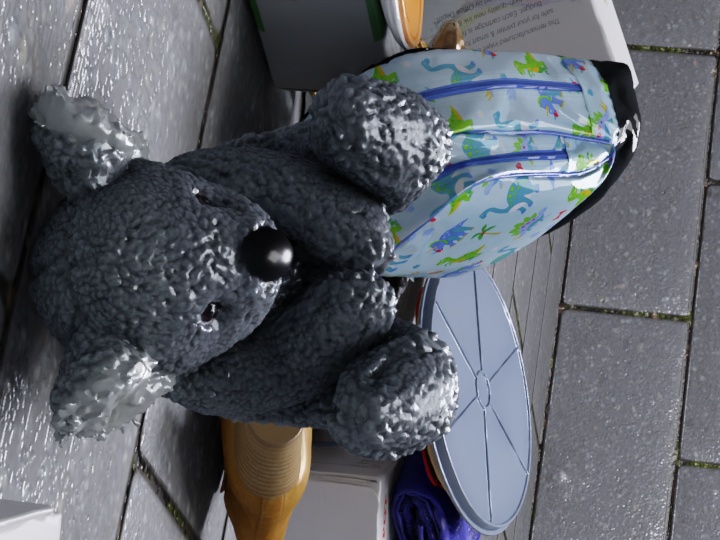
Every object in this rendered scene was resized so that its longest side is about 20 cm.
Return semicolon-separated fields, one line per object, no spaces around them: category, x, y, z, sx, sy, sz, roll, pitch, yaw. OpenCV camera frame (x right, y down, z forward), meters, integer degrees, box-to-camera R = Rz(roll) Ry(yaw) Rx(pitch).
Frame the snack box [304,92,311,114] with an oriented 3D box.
snack box;-0.009;-0.124;1.460;0.116;0.037;0.202;-30;125;-75

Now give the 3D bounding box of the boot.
boot;-0.061;0.061;1.250;0.145;0.070;0.203;105;-13;-55

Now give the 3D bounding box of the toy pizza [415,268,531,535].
toy pizza;0.073;0.086;1.447;0.200;0.031;0.202;-10;90;-67

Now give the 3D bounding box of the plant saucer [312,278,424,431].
plant saucer;0.007;0.031;1.468;0.200;0.050;0.202;19;90;-80

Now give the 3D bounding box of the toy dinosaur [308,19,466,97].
toy dinosaur;0.019;-0.093;1.372;0.060;0.106;0.201;-31;154;-28

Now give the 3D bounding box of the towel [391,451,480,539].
towel;0.064;0.166;1.510;0.200;0.049;0.149;-69;160;-59

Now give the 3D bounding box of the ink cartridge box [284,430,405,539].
ink cartridge box;-0.011;0.194;1.485;0.200;0.083;0.147;-34;128;-77

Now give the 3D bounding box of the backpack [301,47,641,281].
backpack;0.055;-0.067;1.249;0.199;0.163;0.155;18;53;-40

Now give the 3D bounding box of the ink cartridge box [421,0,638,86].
ink cartridge box;0.107;-0.207;1.556;0.145;0.146;0.202;-26;97;-75

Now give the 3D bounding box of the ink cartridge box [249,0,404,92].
ink cartridge box;-0.009;-0.232;1.284;0.146;0.083;0.202;73;25;-62

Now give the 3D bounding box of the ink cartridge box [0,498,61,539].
ink cartridge box;-0.164;0.176;0.660;0.145;0.083;0.202;3;92;-80

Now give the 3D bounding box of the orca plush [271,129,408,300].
orca plush;0.000;0.000;1.321;0.105;0.070;0.202;32;47;-71

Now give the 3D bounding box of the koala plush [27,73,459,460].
koala plush;-0.077;0.003;0.937;0.199;0.182;0.179;0;86;-58

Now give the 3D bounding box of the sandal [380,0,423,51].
sandal;0.049;-0.233;1.211;0.079;0.059;0.209;16;79;-76
